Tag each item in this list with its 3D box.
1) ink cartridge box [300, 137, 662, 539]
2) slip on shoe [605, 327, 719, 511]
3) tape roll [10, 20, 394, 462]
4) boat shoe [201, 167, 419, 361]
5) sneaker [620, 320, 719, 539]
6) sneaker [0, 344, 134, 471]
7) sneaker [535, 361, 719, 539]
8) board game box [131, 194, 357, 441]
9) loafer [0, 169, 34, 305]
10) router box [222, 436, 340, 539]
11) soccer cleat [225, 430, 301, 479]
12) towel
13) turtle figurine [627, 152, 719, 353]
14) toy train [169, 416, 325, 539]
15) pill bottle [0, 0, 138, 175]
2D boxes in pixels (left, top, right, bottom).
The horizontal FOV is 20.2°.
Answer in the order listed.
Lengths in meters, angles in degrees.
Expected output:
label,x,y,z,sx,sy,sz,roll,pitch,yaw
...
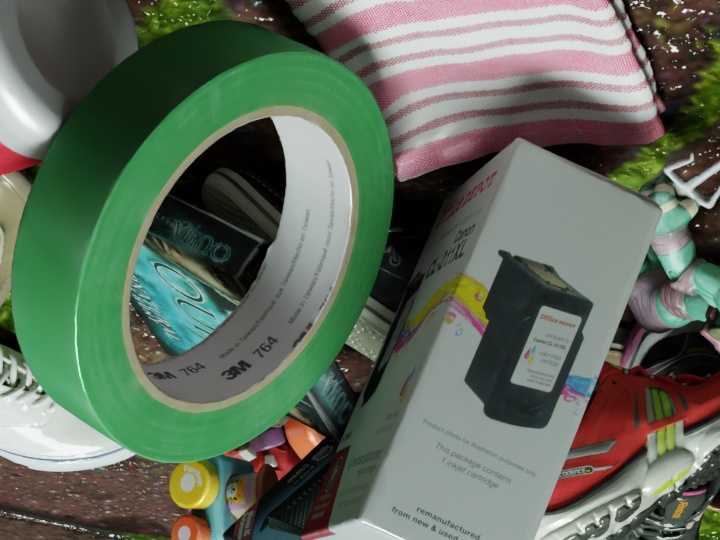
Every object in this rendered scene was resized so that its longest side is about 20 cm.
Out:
label,x,y,z,sx,sy,sz,roll,pitch,yaw
ink cartridge box,0.057,0.052,0.995,0.082,0.201,0.146,25,165,-7
slip on shoe,0.173,0.092,1.256,0.076,0.061,0.200,-18,144,36
tape roll,-0.068,-0.012,0.931,0.048,0.201,0.201,26,166,35
boat shoe,0.000,0.000,1.110,0.199,0.063,0.075,35,161,-12
sneaker,0.177,0.122,1.192,0.080,0.087,0.201,-1,122,-3
sneaker,-0.228,0.079,1.288,0.198,0.074,0.071,9,155,-7
sneaker,0.157,0.075,1.079,0.199,0.085,0.077,-29,160,-20
board game box,-0.083,0.017,1.118,0.135,0.028,0.200,25,161,28
loafer,-0.221,-0.010,1.103,0.076,0.067,0.200,42,151,7
router box,0.038,0.122,1.148,0.149,0.200,0.062,7,134,54
soccer cleat,-0.086,0.118,1.344,0.085,0.069,0.200,-14,151,24
towel,0.051,-0.109,0.941,0.145,0.030,0.200,-7,149,20
turtle figurine,0.202,0.002,1.009,0.149,0.102,0.200,14,173,-7
toy train,-0.044,0.126,1.251,0.055,0.201,0.151,-14,122,30
pill bottle,-0.210,-0.089,0.934,0.199,0.113,0.112,-13,147,31
